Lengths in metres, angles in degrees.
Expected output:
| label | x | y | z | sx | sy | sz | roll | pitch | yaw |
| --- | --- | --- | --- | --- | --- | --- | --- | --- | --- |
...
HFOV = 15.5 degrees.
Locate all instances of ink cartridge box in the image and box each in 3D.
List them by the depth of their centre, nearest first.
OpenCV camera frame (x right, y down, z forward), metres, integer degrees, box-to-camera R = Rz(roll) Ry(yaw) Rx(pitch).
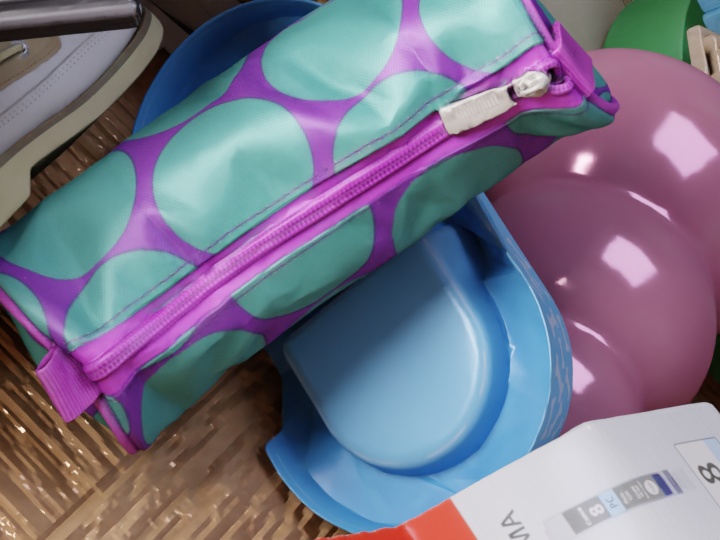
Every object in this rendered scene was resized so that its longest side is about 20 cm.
| label | x | y | z | sx | sy | sz | roll | pitch | yaw |
| --- | --- | --- | --- | --- | --- | --- | --- | --- | --- |
| ink cartridge box | 0.084 | 0.121 | 0.775 | 0.200 | 0.047 | 0.160 | -4 | 53 | -52 |

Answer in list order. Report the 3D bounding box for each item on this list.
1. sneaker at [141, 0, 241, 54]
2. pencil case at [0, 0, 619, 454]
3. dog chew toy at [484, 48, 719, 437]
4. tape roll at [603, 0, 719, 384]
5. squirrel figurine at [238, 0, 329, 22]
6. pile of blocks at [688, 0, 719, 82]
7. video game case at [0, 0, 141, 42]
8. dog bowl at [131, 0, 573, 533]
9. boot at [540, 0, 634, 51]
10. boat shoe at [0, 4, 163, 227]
| label | x | y | z | sx | sy | sz | roll | pitch | yaw |
| --- | --- | --- | --- | --- | --- | --- | --- | --- | --- |
| sneaker | -0.036 | -0.112 | 1.025 | 0.200 | 0.081 | 0.076 | 41 | 34 | -4 |
| pencil case | -0.020 | -0.028 | 0.838 | 0.085 | 0.200 | 0.092 | 55 | -1 | -22 |
| dog chew toy | 0.083 | 0.009 | 0.991 | 0.124 | 0.124 | 0.200 | 38 | 49 | -11 |
| tape roll | 0.181 | -0.038 | 1.161 | 0.200 | 0.048 | 0.201 | 27 | 52 | -40 |
| squirrel figurine | -0.018 | -0.190 | 0.959 | 0.186 | 0.201 | 0.141 | 3 | 16 | -28 |
| pile of blocks | 0.180 | -0.106 | 1.090 | 0.082 | 0.062 | 0.201 | 13 | 62 | -48 |
| video game case | -0.171 | -0.152 | 0.776 | 0.026 | 0.199 | 0.182 | 131 | -47 | -86 |
| dog bowl | 0.000 | 0.000 | 0.918 | 0.201 | 0.111 | 0.050 | 58 | 19 | 20 |
| boot | 0.051 | -0.141 | 1.163 | 0.154 | 0.072 | 0.201 | -10 | 66 | -52 |
| boat shoe | -0.127 | -0.056 | 0.861 | 0.068 | 0.075 | 0.200 | 46 | 33 | -9 |
